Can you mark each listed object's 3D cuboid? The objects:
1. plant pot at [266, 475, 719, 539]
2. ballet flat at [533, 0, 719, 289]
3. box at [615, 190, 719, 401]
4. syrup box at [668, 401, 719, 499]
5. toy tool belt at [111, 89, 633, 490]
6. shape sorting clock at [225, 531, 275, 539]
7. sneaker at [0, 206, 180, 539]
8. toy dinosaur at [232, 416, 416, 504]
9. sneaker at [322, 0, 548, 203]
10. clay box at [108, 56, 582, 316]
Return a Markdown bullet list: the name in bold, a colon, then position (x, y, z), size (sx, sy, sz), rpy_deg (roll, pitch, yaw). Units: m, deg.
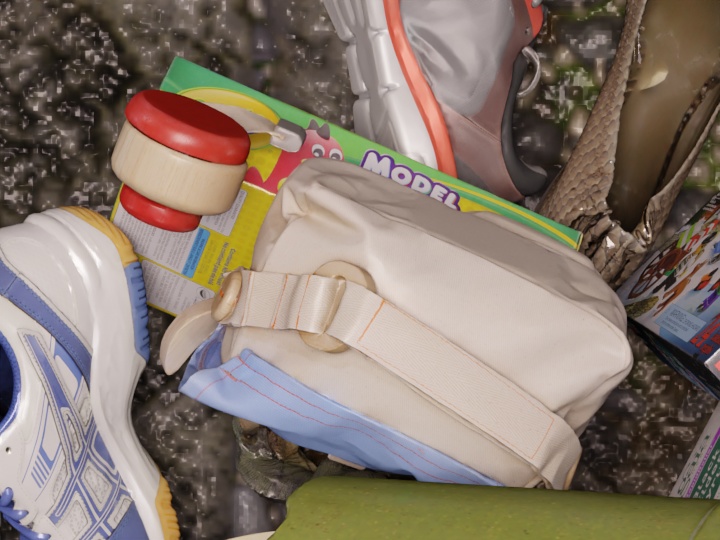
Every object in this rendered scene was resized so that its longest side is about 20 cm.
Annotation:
- **plant pot**: position (0.059, 0.144, 0.816), size (0.190, 0.200, 0.200), rpy_deg (12, 92, 21)
- **ballet flat**: position (0.126, -0.080, 1.024), size (0.067, 0.046, 0.200), rpy_deg (29, 82, -19)
- **box**: position (0.171, -0.012, 0.965), size (0.137, 0.200, 0.038), rpy_deg (-45, 97, 0)
- **syrup box**: position (0.181, 0.086, 0.970), size (0.081, 0.200, 0.079), rpy_deg (28, 91, -4)
- **toy tool belt**: position (-0.011, 0.030, 0.900), size (0.200, 0.125, 0.123), rpy_deg (23, 105, -2)
- **shape sorting clock**: position (-0.026, 0.195, 0.920), size (0.200, 0.039, 0.200), rpy_deg (-1, 86, 14)
- **sneaker**: position (-0.128, 0.077, 1.002), size (0.088, 0.075, 0.200), rpy_deg (-18, 106, -34)
- **toy dinosaur**: position (0.031, 0.097, 1.007), size (0.088, 0.200, 0.048), rpy_deg (-13, 113, -37)
- **sneaker**: position (0.032, -0.115, 1.031), size (0.082, 0.077, 0.200), rpy_deg (-12, 100, -17)
- **clay box**: position (0.000, 0.000, 1.004), size (0.200, 0.115, 0.048), rpy_deg (23, 58, -4)
